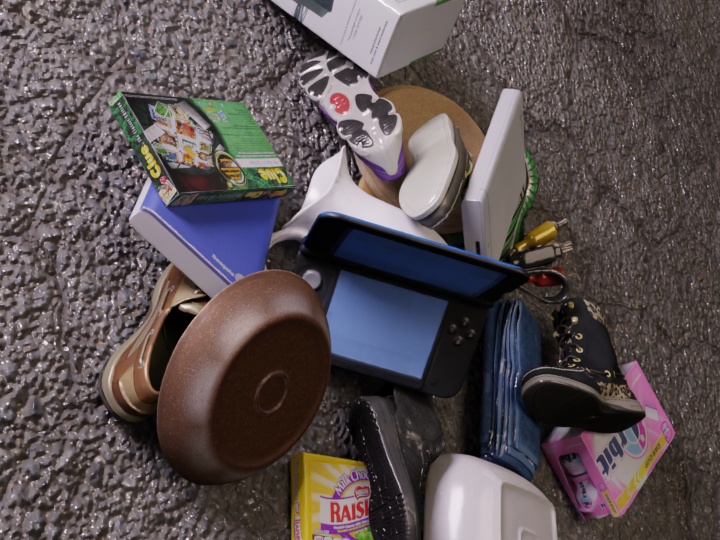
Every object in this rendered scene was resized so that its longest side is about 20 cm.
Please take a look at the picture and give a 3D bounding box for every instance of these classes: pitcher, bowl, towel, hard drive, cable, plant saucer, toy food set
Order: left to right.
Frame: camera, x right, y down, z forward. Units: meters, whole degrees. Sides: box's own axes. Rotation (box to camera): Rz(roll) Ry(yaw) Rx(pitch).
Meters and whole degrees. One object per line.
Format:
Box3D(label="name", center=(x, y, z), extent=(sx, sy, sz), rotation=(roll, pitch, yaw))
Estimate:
Box3D(label="hard drive", center=(-0.134, -0.060, 0.939), extent=(0.132, 0.025, 0.201), rotation=(45, 26, -23))
Box3D(label="plant saucer", center=(-0.087, 0.101, 0.889), extent=(0.199, 0.036, 0.203), rotation=(-29, 131, -40))
Box3D(label="pitcher", center=(0.000, 0.000, 1.053), extent=(0.200, 0.121, 0.172), rotation=(44, 68, -10))
Box3D(label="toy food set", center=(0.077, -0.125, 1.193), extent=(0.196, 0.049, 0.202), rotation=(-1, 66, -29))
Box3D(label="hard drive", center=(0.151, -0.090, 1.142), extent=(0.201, 0.026, 0.133), rotation=(-66, 155, -43))
Box3D(label="bowl", center=(0.146, 0.299, 1.072), extent=(0.199, 0.074, 0.202), rotation=(32, 52, -44))
Box3D(label="cable", center=(0.170, 0.002, 1.209), extent=(0.197, 0.050, 0.098), rotation=(-11, 92, -13))
Box3D(label="towel", center=(0.181, 0.140, 1.197), extent=(0.112, 0.048, 0.202), rotation=(43, 45, -49))

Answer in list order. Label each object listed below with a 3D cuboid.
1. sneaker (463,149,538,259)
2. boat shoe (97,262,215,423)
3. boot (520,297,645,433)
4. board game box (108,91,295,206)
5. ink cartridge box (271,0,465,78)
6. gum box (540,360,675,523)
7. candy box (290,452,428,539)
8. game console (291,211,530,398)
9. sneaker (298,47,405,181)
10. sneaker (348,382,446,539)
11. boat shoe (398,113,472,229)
Box3D(label="sneaker", center=(0.167, -0.085, 1.268), extent=(0.085, 0.078, 0.202), rotation=(28, 56, -34))
Box3D(label="boat shoe", center=(-0.149, 0.048, 0.898), extent=(0.076, 0.073, 0.201), rotation=(45, 48, -23))
Box3D(label="boot", center=(0.246, 0.104, 1.215), extent=(0.202, 0.073, 0.155), rotation=(19, 46, -39))
Box3D(label="board game box", center=(-0.138, -0.111, 0.937), extent=(0.105, 0.023, 0.199), rotation=(57, 24, 10))
Box3D(label="ink cartridge box", center=(-0.005, -0.313, 1.121), extent=(0.199, 0.084, 0.146), rotation=(39, 41, 16))
Box3D(label="gum box", center=(0.316, 0.217, 1.303), extent=(0.200, 0.066, 0.114), rotation=(-36, 99, -46))
Box3D(label="candy box", center=(0.012, 0.244, 1.018), extent=(0.199, 0.026, 0.103), rotation=(17, 59, -40))
Box3D(label="game console", center=(0.031, 0.038, 0.952), extent=(0.198, 0.173, 0.118), rotation=(16, 15, -7))
Box3D(label="sneaker", center=(-0.008, -0.170, 1.112), extent=(0.084, 0.080, 0.201), rotation=(66, 0, -52))
Box3D(label="sneaker", center=(0.050, 0.187, 1.020), extent=(0.103, 0.060, 0.202), rotation=(4, 61, -41))
Box3D(label="boat shoe", center=(0.086, -0.097, 1.077), extent=(0.060, 0.072, 0.202), rotation=(50, 24, -22))
